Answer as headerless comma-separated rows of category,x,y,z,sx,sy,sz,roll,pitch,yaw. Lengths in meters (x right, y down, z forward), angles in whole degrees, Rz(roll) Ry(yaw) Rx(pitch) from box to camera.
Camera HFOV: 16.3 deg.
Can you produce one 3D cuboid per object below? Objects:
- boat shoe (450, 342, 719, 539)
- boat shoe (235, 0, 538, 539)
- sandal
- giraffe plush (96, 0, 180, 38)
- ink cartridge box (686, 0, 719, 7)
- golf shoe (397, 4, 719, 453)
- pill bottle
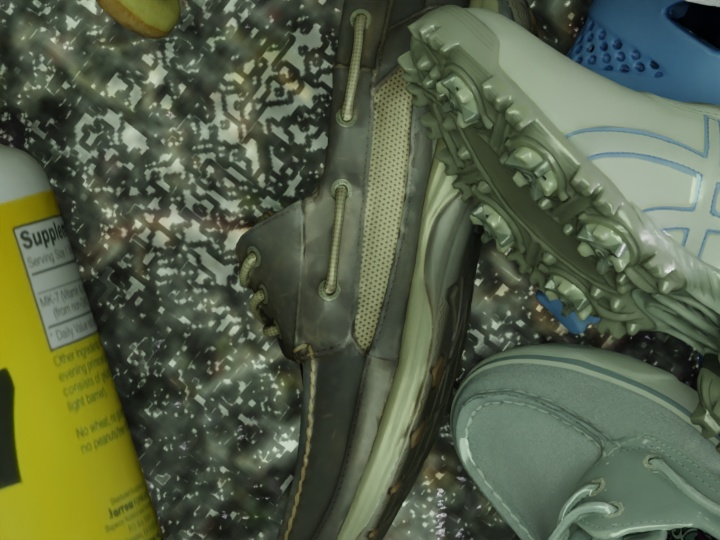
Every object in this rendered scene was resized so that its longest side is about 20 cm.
boat shoe,0.093,0.084,0.761,0.200,0.071,0.070,32,118,33
boat shoe,0.000,0.000,0.807,0.073,0.074,0.201,15,85,9
sandal,0.094,-0.056,0.795,0.086,0.079,0.201,-4,92,5
giraffe plush,-0.124,-0.147,0.763,0.162,0.200,0.174,24,82,-34
ink cartridge box,0.067,-0.194,0.728,0.199,0.084,0.176,31,104,27
golf shoe,0.103,-0.020,0.743,0.200,0.078,0.097,42,72,1
pill bottle,-0.138,0.029,0.782,0.114,0.114,0.201,-18,93,1
